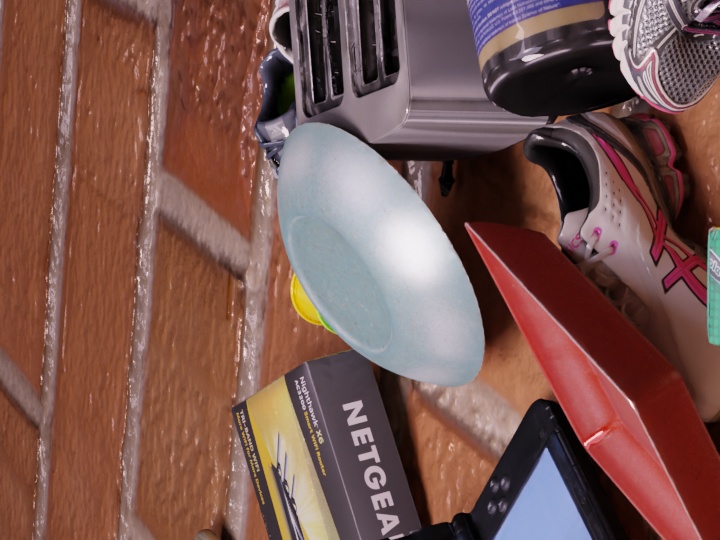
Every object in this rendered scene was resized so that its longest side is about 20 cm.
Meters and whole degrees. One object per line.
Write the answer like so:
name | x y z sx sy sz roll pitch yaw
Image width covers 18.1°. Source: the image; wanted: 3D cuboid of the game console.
game console | 0.065 0.190 1.370 0.176 0.116 0.200 -63 27 26

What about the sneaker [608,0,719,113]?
sneaker | 0.192 -0.163 1.173 0.075 0.081 0.200 61 144 41

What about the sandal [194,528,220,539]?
sandal | -0.131 0.323 1.936 0.080 0.054 0.200 -177 85 -65

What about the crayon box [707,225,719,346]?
crayon box | 0.257 0.012 1.000 0.200 0.119 0.058 -170 79 -64

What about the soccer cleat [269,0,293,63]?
soccer cleat | -0.035 -0.192 1.642 0.069 0.085 0.200 -55 44 35

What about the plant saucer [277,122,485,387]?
plant saucer | 0.000 0.000 1.461 0.201 0.039 0.201 41 152 27

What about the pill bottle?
pill bottle | 0.109 -0.200 1.310 0.112 0.112 0.200 140 125 -59

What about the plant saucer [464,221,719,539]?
plant saucer | 0.147 0.077 1.239 0.200 0.037 0.200 59 175 -37

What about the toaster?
toaster | 0.041 -0.155 1.453 0.181 0.118 0.200 168 98 -66

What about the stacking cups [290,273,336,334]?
stacking cups | 0.017 0.036 1.592 0.200 0.060 0.061 30 119 60

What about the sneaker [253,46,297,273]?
sneaker | -0.042 -0.075 1.635 0.074 0.081 0.200 -27 55 24

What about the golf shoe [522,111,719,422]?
golf shoe | 0.150 0.000 1.262 0.073 0.092 0.200 -58 43 47

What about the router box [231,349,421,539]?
router box | -0.019 0.172 1.652 0.157 0.052 0.200 -36 70 61
